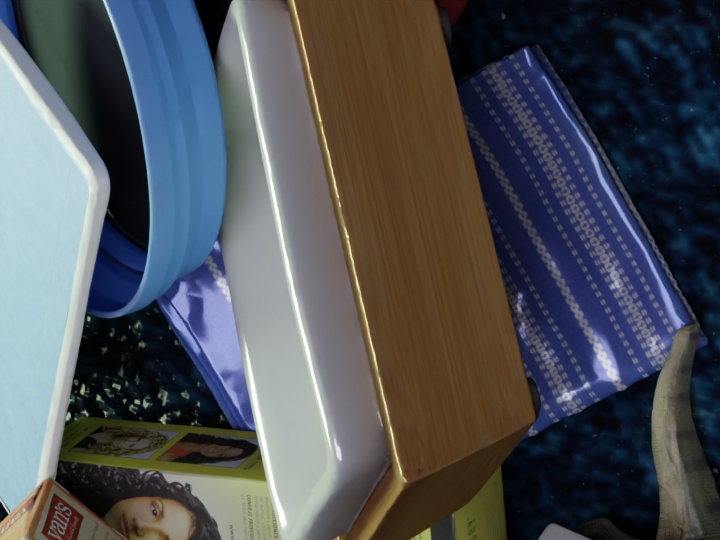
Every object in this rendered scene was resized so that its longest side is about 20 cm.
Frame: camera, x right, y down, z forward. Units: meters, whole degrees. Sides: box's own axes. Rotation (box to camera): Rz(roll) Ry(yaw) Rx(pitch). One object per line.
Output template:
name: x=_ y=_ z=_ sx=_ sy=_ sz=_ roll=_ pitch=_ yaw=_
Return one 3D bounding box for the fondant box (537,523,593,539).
fondant box: x=0.110 y=0.213 z=1.116 sx=0.144 sy=0.058 sz=0.200 roll=23 pitch=128 yaw=13

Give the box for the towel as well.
towel: x=0.022 y=0.013 z=1.153 sx=0.200 sy=0.024 sz=0.145 roll=-29 pitch=93 yaw=21

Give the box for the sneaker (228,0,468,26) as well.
sneaker: x=-0.048 y=-0.157 z=1.098 sx=0.200 sy=0.098 sz=0.071 roll=40 pitch=113 yaw=7

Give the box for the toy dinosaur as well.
toy dinosaur: x=0.125 y=0.127 z=1.133 sx=0.088 sy=0.047 sz=0.200 roll=-18 pitch=97 yaw=5

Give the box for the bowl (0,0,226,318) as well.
bowl: x=-0.114 y=-0.081 z=1.106 sx=0.201 sy=0.039 sz=0.201 roll=42 pitch=143 yaw=43

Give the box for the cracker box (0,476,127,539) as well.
cracker box: x=-0.100 y=0.198 z=1.151 sx=0.200 sy=0.058 sz=0.134 roll=41 pitch=111 yaw=-13

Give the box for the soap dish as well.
soap dish: x=0.000 y=0.000 z=1.043 sx=0.081 sy=0.157 sz=0.200 roll=-10 pitch=73 yaw=-12

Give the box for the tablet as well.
tablet: x=-0.144 y=0.000 z=1.137 sx=0.130 sy=0.014 sz=0.200 roll=51 pitch=141 yaw=36

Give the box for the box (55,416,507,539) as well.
box: x=-0.039 y=0.109 z=1.161 sx=0.200 sy=0.050 sz=0.075 roll=2 pitch=110 yaw=26
